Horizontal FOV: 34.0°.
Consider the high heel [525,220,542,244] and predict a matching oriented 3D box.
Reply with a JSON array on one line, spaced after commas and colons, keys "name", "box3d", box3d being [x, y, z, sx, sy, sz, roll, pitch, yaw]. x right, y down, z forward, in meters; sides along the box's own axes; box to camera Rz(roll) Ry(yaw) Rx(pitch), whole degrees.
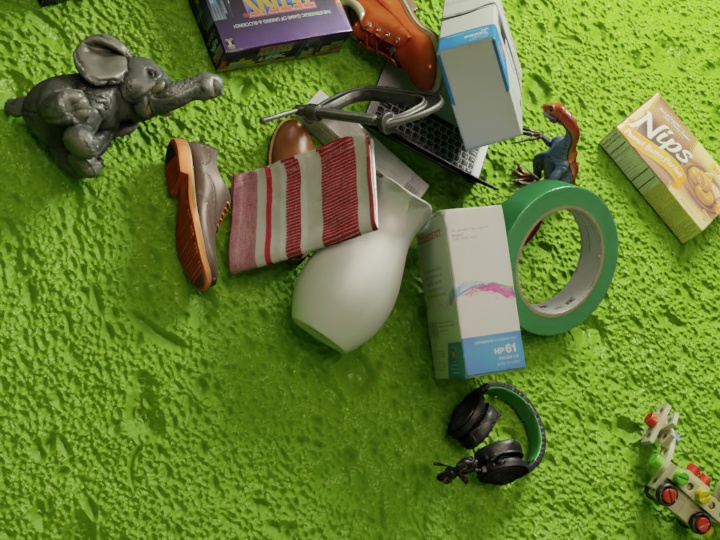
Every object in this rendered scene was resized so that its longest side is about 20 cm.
[{"name": "high heel", "box3d": [0.172, -0.021, 1.565, 0.199, 0.096, 0.068, -36, 85, -32]}]

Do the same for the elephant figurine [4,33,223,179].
[{"name": "elephant figurine", "box3d": [-0.296, -0.211, 1.425, 0.200, 0.141, 0.156, -44, 104, -26]}]

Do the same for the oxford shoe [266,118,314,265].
[{"name": "oxford shoe", "box3d": [-0.077, -0.113, 1.512, 0.070, 0.071, 0.203, 4, 65, -20]}]

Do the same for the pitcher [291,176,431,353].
[{"name": "pitcher", "box3d": [0.000, 0.000, 1.466, 0.120, 0.172, 0.202, 31, 80, 4]}]

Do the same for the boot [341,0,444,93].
[{"name": "boot", "box3d": [0.044, -0.314, 1.634, 0.106, 0.076, 0.201, -9, 49, -27]}]

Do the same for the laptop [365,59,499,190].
[{"name": "laptop", "box3d": [0.110, -0.205, 1.607, 0.185, 0.116, 0.202, 27, 60, -11]}]

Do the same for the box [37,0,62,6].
[{"name": "box", "box3d": [-0.323, -0.457, 1.475, 0.197, 0.200, 0.124, -25, 79, -30]}]

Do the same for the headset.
[{"name": "headset", "box3d": [0.164, 0.209, 1.463, 0.199, 0.094, 0.124, -28, 80, -42]}]

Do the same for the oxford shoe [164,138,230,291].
[{"name": "oxford shoe", "box3d": [-0.188, -0.071, 1.445, 0.072, 0.071, 0.203, 0, 68, -29]}]

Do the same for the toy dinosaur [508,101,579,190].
[{"name": "toy dinosaur", "box3d": [0.270, -0.163, 1.618, 0.197, 0.182, 0.106, -9, 67, -30]}]

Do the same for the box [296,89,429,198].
[{"name": "box", "box3d": [0.004, -0.158, 1.584, 0.199, 0.039, 0.042, 40, 57, -3]}]

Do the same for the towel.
[{"name": "towel", "box3d": [-0.073, -0.083, 1.438, 0.023, 0.197, 0.146, 48, 32, -51]}]

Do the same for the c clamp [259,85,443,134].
[{"name": "c clamp", "box3d": [0.000, -0.201, 1.497, 0.170, 0.198, 0.028, -33, 123, -45]}]

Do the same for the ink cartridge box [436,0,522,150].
[{"name": "ink cartridge box", "box3d": [0.165, -0.280, 1.601, 0.201, 0.083, 0.146, -79, 152, -56]}]

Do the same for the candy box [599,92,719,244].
[{"name": "candy box", "box3d": [0.468, -0.156, 1.778, 0.115, 0.055, 0.201, -37, 85, -32]}]

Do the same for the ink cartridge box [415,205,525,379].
[{"name": "ink cartridge box", "box3d": [0.133, 0.028, 1.464, 0.083, 0.144, 0.204, -8, 87, -12]}]

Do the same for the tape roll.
[{"name": "tape roll", "box3d": [0.252, -0.017, 1.564, 0.198, 0.048, 0.204, -9, 108, -28]}]

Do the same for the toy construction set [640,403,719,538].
[{"name": "toy construction set", "box3d": [0.450, 0.273, 1.562, 0.199, 0.092, 0.132, 38, 83, 5]}]

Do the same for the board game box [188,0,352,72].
[{"name": "board game box", "box3d": [-0.131, -0.370, 1.608, 0.198, 0.057, 0.167, -16, 74, -28]}]
